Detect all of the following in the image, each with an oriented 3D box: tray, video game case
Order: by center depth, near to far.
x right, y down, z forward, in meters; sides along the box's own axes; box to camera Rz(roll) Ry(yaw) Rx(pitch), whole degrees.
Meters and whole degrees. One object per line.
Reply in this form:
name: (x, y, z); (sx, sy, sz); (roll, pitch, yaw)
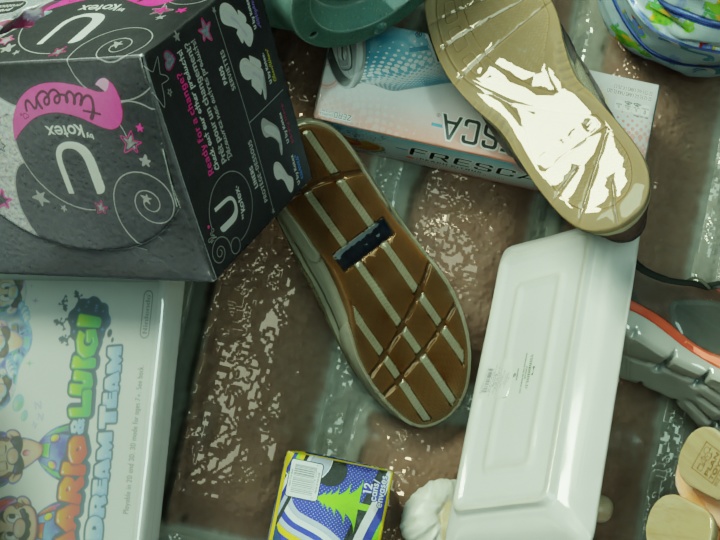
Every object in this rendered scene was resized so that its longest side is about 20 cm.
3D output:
tray: (0.097, 0.060, 0.814); (0.022, 0.107, 0.200); (32, 59, -32)
video game case: (-0.188, 0.079, 0.826); (0.182, 0.024, 0.201); (1, 81, 26)

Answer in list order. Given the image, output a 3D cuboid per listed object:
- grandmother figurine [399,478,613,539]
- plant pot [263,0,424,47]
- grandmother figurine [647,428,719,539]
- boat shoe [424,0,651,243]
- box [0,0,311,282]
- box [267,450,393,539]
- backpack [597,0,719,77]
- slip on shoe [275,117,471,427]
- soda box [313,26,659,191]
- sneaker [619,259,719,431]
grandmother figurine: (0.118, 0.174, 0.837); (0.200, 0.061, 0.121); (22, 40, 7)
plant pot: (-0.023, -0.209, 0.796); (0.200, 0.200, 0.134); (-34, 68, -6)
grandmother figurine: (0.253, 0.137, 0.808); (0.200, 0.061, 0.121); (20, 107, -34)
boat shoe: (0.099, -0.096, 0.816); (0.072, 0.065, 0.200); (-33, 65, 2)
box: (-0.149, -0.078, 0.778); (0.199, 0.115, 0.132); (2, 123, 28)
box: (-0.032, 0.206, 0.829); (0.064, 0.070, 0.201); (12, 82, -1)
backpack: (0.213, -0.218, 0.872); (0.163, 0.154, 0.201); (15, 95, -7)
slip on shoe: (0.000, 0.000, 0.867); (0.076, 0.061, 0.200); (-35, 103, -7)
soda box: (0.074, -0.095, 0.878); (0.199, 0.064, 0.069); (12, 82, -1)
sneaker: (0.219, 0.046, 0.861); (0.200, 0.077, 0.082); (32, 63, -7)
